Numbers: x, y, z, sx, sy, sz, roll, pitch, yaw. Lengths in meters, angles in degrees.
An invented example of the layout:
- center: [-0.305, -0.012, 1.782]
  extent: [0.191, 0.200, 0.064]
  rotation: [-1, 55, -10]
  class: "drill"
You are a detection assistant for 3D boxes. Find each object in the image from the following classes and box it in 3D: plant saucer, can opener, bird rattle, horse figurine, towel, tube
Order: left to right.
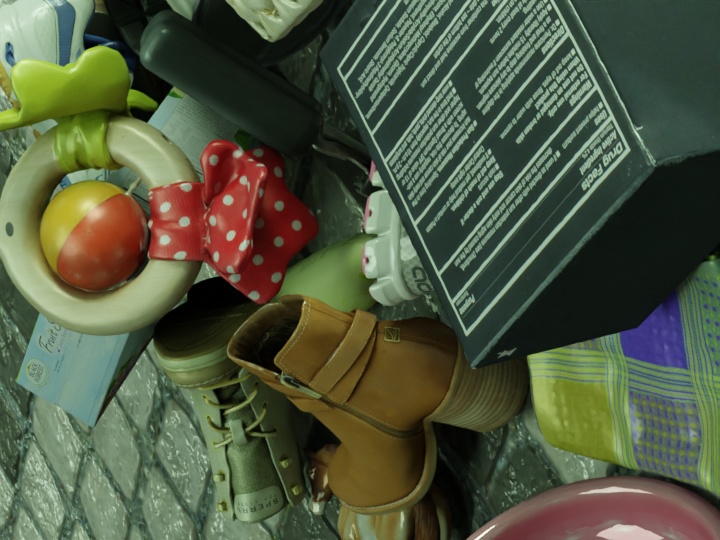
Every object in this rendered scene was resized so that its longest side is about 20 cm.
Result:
- center: [-0.134, -0.037, 1.606]
  extent: [0.200, 0.113, 0.163]
  rotation: [39, 104, 3]
  class: "bird rattle"
- center: [-0.035, -0.097, 1.599]
  extent: [0.067, 0.199, 0.053]
  rotation: [-60, 12, 13]
  class: "can opener"
- center: [0.000, 0.000, 1.675]
  extent: [0.052, 0.058, 0.200]
  rotation: [33, 156, -12]
  class: "tube"
- center: [0.018, 0.175, 1.741]
  extent: [0.200, 0.050, 0.133]
  rotation: [166, 105, -69]
  class: "horse figurine"
- center: [0.119, 0.200, 1.467]
  extent: [0.200, 0.200, 0.051]
  rotation: [28, 155, 51]
  class: "plant saucer"
- center: [0.148, 0.046, 1.490]
  extent: [0.200, 0.023, 0.144]
  rotation: [15, 117, 57]
  class: "towel"

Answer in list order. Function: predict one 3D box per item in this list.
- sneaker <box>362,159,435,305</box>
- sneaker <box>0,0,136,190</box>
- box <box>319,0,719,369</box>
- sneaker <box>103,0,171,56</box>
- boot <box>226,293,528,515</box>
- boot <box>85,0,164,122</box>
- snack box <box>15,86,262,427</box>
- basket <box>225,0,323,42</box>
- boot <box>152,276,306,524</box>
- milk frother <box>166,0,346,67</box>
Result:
- center: [0.055, -0.078, 1.535]
  extent: [0.087, 0.074, 0.201]
  rotation: [5, 89, 19]
  class: "sneaker"
- center: [-0.179, -0.106, 1.825]
  extent: [0.075, 0.088, 0.200]
  rotation: [56, 174, 43]
  class: "sneaker"
- center: [0.102, -0.090, 1.378]
  extent: [0.200, 0.123, 0.199]
  rotation: [-51, 57, 50]
  class: "box"
- center: [-0.152, -0.225, 1.835]
  extent: [0.079, 0.075, 0.201]
  rotation: [124, 127, -78]
  class: "sneaker"
- center: [-0.013, 0.079, 1.631]
  extent: [0.200, 0.155, 0.077]
  rotation: [-33, 45, 55]
  class: "boot"
- center: [-0.157, -0.110, 1.909]
  extent: [0.076, 0.073, 0.201]
  rotation: [-81, -17, -57]
  class: "boot"
- center: [-0.135, -0.025, 1.762]
  extent: [0.067, 0.200, 0.169]
  rotation: [29, 140, 2]
  class: "snack box"
- center: [-0.055, -0.245, 1.496]
  extent: [0.200, 0.136, 0.123]
  rotation: [45, 140, -1]
  class: "basket"
- center: [-0.081, 0.092, 1.785]
  extent: [0.200, 0.072, 0.156]
  rotation: [-69, -31, -78]
  class: "boot"
- center: [-0.124, -0.238, 1.630]
  extent: [0.188, 0.199, 0.181]
  rotation: [52, 141, 32]
  class: "milk frother"
